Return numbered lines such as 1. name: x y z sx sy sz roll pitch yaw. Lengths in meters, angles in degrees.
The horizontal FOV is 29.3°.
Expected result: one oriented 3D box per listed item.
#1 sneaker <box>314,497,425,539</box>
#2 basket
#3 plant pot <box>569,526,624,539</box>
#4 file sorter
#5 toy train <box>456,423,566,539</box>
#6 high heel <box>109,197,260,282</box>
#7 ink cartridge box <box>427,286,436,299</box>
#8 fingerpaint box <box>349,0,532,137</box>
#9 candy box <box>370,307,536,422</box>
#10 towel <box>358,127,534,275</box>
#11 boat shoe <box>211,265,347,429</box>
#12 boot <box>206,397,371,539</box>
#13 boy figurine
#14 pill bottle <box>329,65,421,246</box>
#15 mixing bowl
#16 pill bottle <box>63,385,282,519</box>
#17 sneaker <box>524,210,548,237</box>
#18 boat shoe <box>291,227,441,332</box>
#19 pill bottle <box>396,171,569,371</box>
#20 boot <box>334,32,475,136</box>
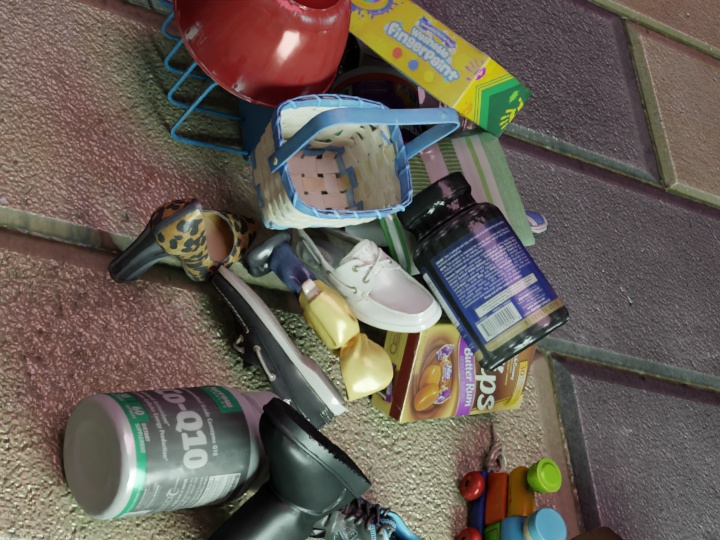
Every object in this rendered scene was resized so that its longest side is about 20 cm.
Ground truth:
1. sneaker: -0.006 0.250 1.403 0.200 0.082 0.073 38 47 -16
2. basket: -0.018 -0.120 1.429 0.176 0.200 0.139 -3 76 -38
3. plant pot: 0.285 0.393 1.523 0.187 0.187 0.200 -2 52 -42
4. file sorter: -0.145 -0.250 1.551 0.122 0.139 0.200 11 58 -34
5. toy train: 0.178 0.238 1.548 0.085 0.116 0.200 29 49 -26
6. high heel: -0.146 -0.045 1.416 0.200 0.142 0.072 -19 78 -46
7. ink cartridge box: 0.119 -0.030 1.713 0.109 0.050 0.200 -8 69 -43
8. fingerpaint box: 0.080 -0.248 1.584 0.200 0.073 0.167 40 9 22
9. candy box: 0.112 0.103 1.574 0.200 0.056 0.117 -2 111 -43
10. towel: 0.101 -0.080 1.586 0.200 0.023 0.153 -15 83 -35
11. boat shoe: -0.097 0.085 1.440 0.200 0.060 0.074 51 3 -6
12. boot: -0.085 0.215 1.265 0.073 0.162 0.198 46 -3 33
13. boy figurine: -0.041 0.053 1.475 0.064 0.124 0.200 -34 77 -12
14. pill bottle: 0.019 -0.134 1.642 0.111 0.111 0.200 20 53 -32
15. mixing bowl: -0.084 -0.283 1.451 0.200 0.108 0.201 17 55 -26
16. pill bottle: -0.165 0.166 1.290 0.200 0.113 0.113 -1 65 -42
17. sneaker: 0.151 -0.059 1.664 0.200 0.076 0.077 -7 75 -43
18. boat shoe: 0.000 0.000 1.500 0.200 0.069 0.071 28 51 27
19. pill bottle: 0.127 -0.002 1.489 0.112 0.112 0.200 -25 80 -47
20. boot: 0.060 -0.261 1.800 0.200 0.073 0.182 18 52 -25
